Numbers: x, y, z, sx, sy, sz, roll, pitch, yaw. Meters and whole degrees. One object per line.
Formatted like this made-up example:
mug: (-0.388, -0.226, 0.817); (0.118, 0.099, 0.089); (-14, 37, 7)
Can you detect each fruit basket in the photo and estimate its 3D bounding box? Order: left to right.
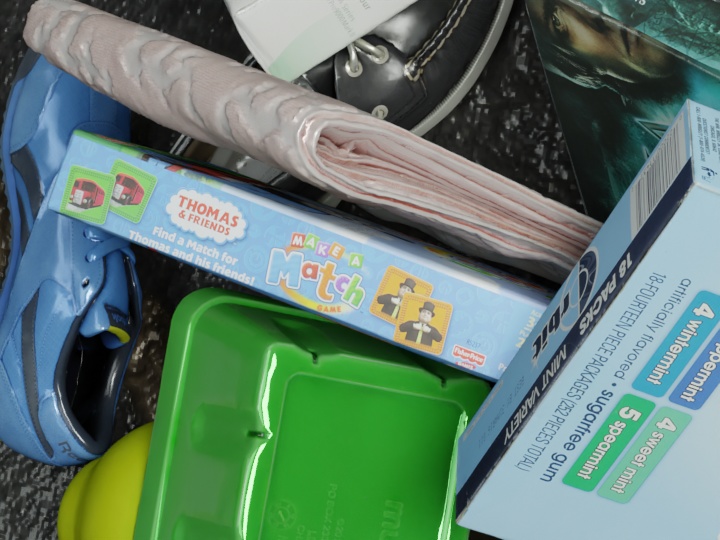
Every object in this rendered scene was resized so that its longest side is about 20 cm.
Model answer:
fruit basket: (-0.039, 0.114, 0.988); (0.216, 0.155, 0.216); (-169, 90, -76)

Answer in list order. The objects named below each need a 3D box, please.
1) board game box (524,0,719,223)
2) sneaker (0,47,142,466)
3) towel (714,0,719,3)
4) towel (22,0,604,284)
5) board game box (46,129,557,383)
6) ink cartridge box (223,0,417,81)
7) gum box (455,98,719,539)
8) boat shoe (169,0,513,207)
board game box: (0.130, -0.023, 0.856); (0.135, 0.200, 0.028); (32, 69, 34)
sneaker: (-0.121, -0.012, 1.078); (0.078, 0.066, 0.201); (7, 89, 45)
towel: (0.166, -0.158, 0.838); (0.200, 0.085, 0.166); (-4, 72, 47)
towel: (-0.006, -0.041, 0.890); (0.200, 0.191, 0.032); (24, 91, 52)
board game box: (0.000, 0.000, 0.923); (0.199, 0.151, 0.037); (21, 93, 16)
ink cartridge box: (0.018, -0.186, 1.021); (0.200, 0.050, 0.161); (-30, 42, 5)
gum box: (0.156, 0.047, 0.793); (0.045, 0.199, 0.170); (-85, 19, -47)
boat shoe: (-0.014, -0.080, 1.033); (0.200, 0.060, 0.074); (-43, 62, 18)
